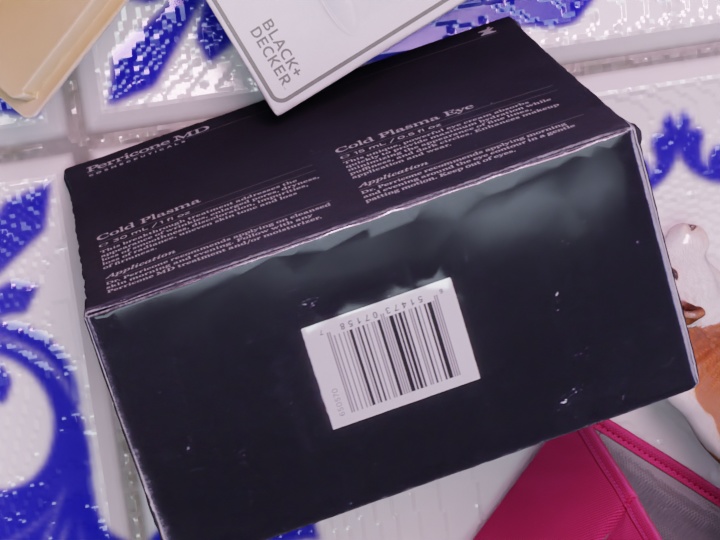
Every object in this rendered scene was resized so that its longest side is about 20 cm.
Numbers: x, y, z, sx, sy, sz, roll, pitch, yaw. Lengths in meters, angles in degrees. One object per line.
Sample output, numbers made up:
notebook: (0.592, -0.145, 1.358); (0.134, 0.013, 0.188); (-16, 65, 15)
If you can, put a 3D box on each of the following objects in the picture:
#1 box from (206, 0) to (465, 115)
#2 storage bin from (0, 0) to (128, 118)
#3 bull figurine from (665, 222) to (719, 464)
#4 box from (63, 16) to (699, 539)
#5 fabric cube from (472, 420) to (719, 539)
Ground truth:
box: (0.020, -0.163, 0.857); (0.199, 0.060, 0.117); (-32, 111, 2)
storage bin: (-0.154, -0.154, 0.740); (0.199, 0.094, 0.199); (8, 131, -50)
bull figurine: (0.190, 0.064, 0.924); (0.121, 0.201, 0.065); (-14, 150, -19)
box: (0.000, 0.000, 0.843); (0.199, 0.182, 0.105); (-19, 111, -3)
fabric cube: (0.126, 0.214, 0.929); (0.196, 0.200, 0.200); (31, 102, -19)
